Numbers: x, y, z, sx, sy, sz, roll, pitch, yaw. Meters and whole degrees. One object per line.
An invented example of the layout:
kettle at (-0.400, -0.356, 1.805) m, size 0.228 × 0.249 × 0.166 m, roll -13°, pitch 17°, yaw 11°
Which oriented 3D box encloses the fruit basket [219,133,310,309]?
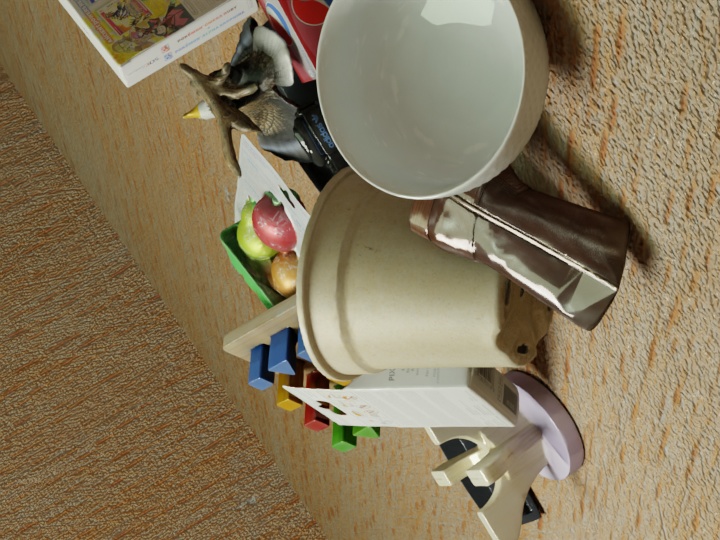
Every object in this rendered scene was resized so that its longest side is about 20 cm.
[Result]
fruit basket at (-0.083, -0.037, 1.919) m, size 0.185 × 0.094 × 0.200 m, roll 50°, pitch 149°, yaw 22°

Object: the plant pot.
plant pot at (0.070, 0.012, 1.524) m, size 0.183 × 0.201 × 0.201 m, roll 7°, pitch 136°, yaw 28°

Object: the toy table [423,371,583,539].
toy table at (0.150, 0.194, 1.823) m, size 0.184 × 0.117 × 0.200 m, roll 56°, pitch 165°, yaw 11°

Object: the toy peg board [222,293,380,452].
toy peg board at (-0.022, 0.116, 1.919) m, size 0.199 × 0.200 × 0.098 m, roll 26°, pitch -129°, yaw -33°

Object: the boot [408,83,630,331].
boot at (0.148, -0.068, 1.376) m, size 0.200 × 0.064 × 0.187 m, roll 29°, pitch 118°, yaw 30°

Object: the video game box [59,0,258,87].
video game box at (-0.246, -0.327, 1.974) m, size 0.200 × 0.182 × 0.047 m, roll 51°, pitch 164°, yaw 32°

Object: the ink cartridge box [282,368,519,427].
ink cartridge box at (0.044, 0.119, 1.710) m, size 0.162 × 0.199 × 0.050 m, roll 42°, pitch -127°, yaw -61°

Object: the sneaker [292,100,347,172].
sneaker at (-0.005, -0.147, 1.654) m, size 0.077 × 0.111 × 0.200 m, roll 60°, pitch 166°, yaw -7°

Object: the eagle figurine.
eagle figurine at (-0.115, -0.185, 1.772) m, size 0.150 × 0.152 × 0.200 m, roll 15°, pitch -168°, yaw 20°

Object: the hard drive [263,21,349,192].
hard drive at (-0.067, -0.180, 1.914) m, size 0.200 × 0.042 × 0.135 m, roll 59°, pitch 166°, yaw 0°

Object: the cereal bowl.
cereal bowl at (0.065, -0.157, 1.326) m, size 0.199 × 0.083 × 0.201 m, roll 6°, pitch 100°, yaw 36°

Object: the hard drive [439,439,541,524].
hard drive at (0.141, 0.225, 2.077) m, size 0.200 × 0.042 × 0.135 m, roll 59°, pitch 167°, yaw 0°

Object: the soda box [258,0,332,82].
soda box at (-0.071, -0.290, 1.687) m, size 0.201 × 0.063 × 0.070 m, roll 61°, pitch 166°, yaw -10°
